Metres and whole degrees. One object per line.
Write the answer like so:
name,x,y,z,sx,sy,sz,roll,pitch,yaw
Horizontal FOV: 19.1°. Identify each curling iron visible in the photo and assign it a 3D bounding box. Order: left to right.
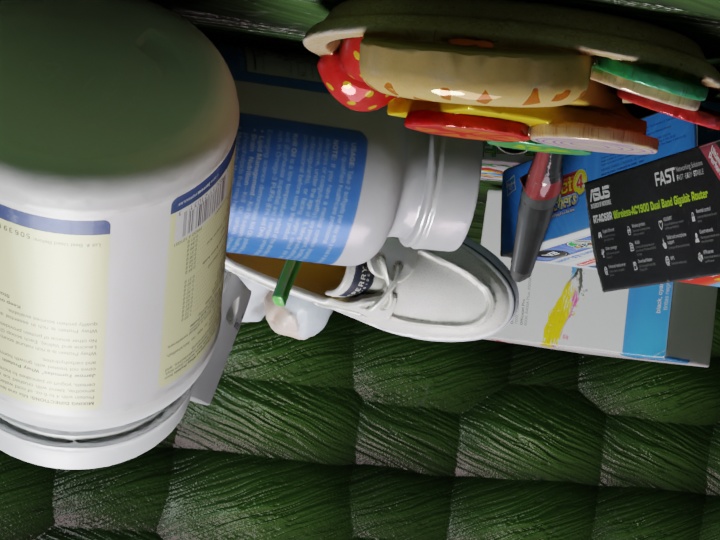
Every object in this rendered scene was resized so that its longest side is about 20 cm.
curling iron,0.093,-0.050,1.210,0.049,0.026,0.200,-3,152,2

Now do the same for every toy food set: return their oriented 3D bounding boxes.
toy food set,0.072,-0.086,0.971,0.196,0.049,0.200,7,178,-26

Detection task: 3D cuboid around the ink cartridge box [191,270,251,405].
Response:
ink cartridge box,-0.179,0.012,1.344,0.198,0.085,0.146,20,176,5

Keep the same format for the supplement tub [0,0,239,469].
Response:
supplement tub,-0.135,-0.016,1.025,0.143,0.201,0.146,5,-136,-5

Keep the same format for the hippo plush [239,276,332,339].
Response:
hippo plush,-0.072,-0.032,1.572,0.198,0.161,0.160,6,179,30

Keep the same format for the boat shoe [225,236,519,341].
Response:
boat shoe,0.000,0.000,1.281,0.198,0.071,0.070,20,-164,-5

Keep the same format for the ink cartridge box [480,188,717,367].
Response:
ink cartridge box,0.225,0.007,2.036,0.198,0.146,0.147,6,178,26

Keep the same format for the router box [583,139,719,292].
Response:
router box,0.213,-0.036,1.046,0.148,0.063,0.200,-10,179,-14

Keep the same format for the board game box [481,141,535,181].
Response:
board game box,0.063,-0.083,1.415,0.198,0.035,0.126,6,177,28

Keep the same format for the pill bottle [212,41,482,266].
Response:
pill bottle,-0.039,-0.062,1.166,0.198,0.113,0.112,8,178,-12

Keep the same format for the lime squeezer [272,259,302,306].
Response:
lime squeezer,0.010,-0.053,1.255,0.071,0.199,0.038,47,161,21

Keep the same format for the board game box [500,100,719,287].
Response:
board game box,0.217,-0.040,1.278,0.194,0.056,0.200,7,167,-29
